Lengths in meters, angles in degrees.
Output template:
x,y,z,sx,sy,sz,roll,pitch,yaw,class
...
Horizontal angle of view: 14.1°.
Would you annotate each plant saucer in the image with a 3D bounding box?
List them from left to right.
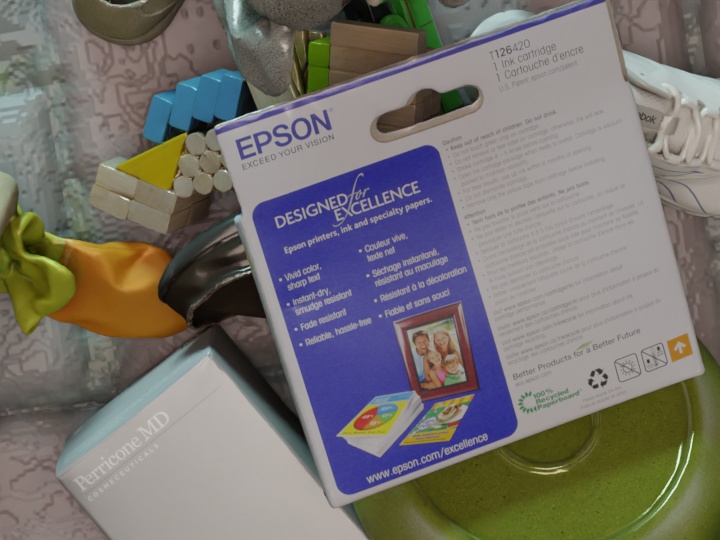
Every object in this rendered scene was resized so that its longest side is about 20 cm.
x,y,z,sx,sy,sz,roll,pitch,yaw,class
0.090,0.080,1.444,0.200,0.031,0.200,-1,60,3,plant saucer

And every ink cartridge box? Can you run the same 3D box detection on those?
x,y,z,sx,sy,sz,roll,pitch,yaw,class
0.047,-0.012,1.384,0.197,0.047,0.200,-19,107,-7,ink cartridge box

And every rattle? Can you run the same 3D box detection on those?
x,y,z,sx,sy,sz,roll,pitch,yaw,class
-0.160,0.034,1.397,0.143,0.200,0.130,34,95,-7,rattle

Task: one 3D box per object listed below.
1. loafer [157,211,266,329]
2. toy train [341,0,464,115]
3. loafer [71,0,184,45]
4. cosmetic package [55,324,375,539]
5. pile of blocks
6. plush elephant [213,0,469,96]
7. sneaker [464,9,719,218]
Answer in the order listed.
x,y,z,sx,sy,sz,roll,pitch,yaw,class
0.000,0.000,1.438,0.200,0.073,0.071,-14,74,-2,loafer
0.011,-0.138,1.456,0.042,0.056,0.200,-7,108,43,toy train
-0.082,-0.202,1.435,0.076,0.068,0.200,22,96,-6,loafer
-0.052,0.136,1.476,0.107,0.090,0.200,-41,101,6,cosmetic package
-0.043,-0.079,1.442,0.200,0.062,0.082,-18,94,25,pile of blocks
-0.003,-0.171,1.329,0.200,0.165,0.155,3,56,1,plush elephant
0.147,-0.071,1.457,0.200,0.087,0.075,17,95,-6,sneaker
